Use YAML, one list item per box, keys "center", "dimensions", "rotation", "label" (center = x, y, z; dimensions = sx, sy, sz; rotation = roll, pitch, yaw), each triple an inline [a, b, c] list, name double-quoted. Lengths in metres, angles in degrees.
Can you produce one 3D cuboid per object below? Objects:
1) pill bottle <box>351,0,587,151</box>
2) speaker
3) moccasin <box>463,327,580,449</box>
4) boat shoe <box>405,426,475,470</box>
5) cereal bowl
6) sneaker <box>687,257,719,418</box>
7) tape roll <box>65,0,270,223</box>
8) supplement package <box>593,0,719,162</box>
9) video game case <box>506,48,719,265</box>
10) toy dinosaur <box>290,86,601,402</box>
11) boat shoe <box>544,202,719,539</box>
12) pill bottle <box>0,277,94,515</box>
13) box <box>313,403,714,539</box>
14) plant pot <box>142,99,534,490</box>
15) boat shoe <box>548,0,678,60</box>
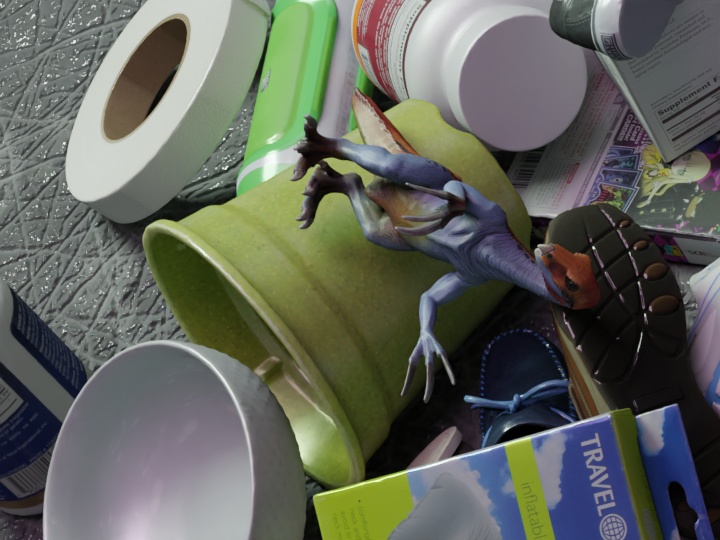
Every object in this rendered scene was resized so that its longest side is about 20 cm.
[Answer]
- center: [0.071, -0.141, 1.402]
  dimensions: [0.113, 0.113, 0.200]
  rotation: [-40, 24, -1]
  label: "pill bottle"
- center: [-0.033, -0.113, 1.509]
  dimensions: [0.088, 0.089, 0.201]
  rotation: [-12, 49, 26]
  label: "speaker"
- center: [0.106, 0.101, 1.241]
  dimensions: [0.080, 0.068, 0.201]
  rotation: [-29, 43, 11]
  label: "moccasin"
- center: [0.021, 0.183, 1.239]
  dimensions: [0.201, 0.059, 0.072]
  rotation: [-59, 6, -25]
  label: "boat shoe"
- center: [-0.101, 0.144, 1.314]
  dimensions: [0.199, 0.083, 0.202]
  rotation: [-13, 71, 45]
  label: "cereal bowl"
- center: [0.233, -0.003, 1.243]
  dimensions: [0.086, 0.075, 0.200]
  rotation: [19, 67, 49]
  label: "sneaker"
- center: [-0.142, -0.130, 1.584]
  dimensions: [0.203, 0.037, 0.204]
  rotation: [-40, 33, 33]
  label: "tape roll"
- center: [0.222, -0.196, 1.330]
  dimensions: [0.199, 0.111, 0.156]
  rotation: [-31, 44, 5]
  label: "supplement package"
- center: [0.195, -0.098, 1.373]
  dimensions: [0.180, 0.036, 0.201]
  rotation: [6, 59, 38]
  label: "video game case"
- center: [0.053, -0.036, 1.189]
  dimensions: [0.180, 0.105, 0.201]
  rotation: [16, 50, 11]
  label: "toy dinosaur"
- center: [0.145, 0.063, 1.205]
  dimensions: [0.075, 0.074, 0.201]
  rotation: [-10, 67, -17]
  label: "boat shoe"
- center: [-0.254, 0.064, 1.426]
  dimensions: [0.110, 0.200, 0.112]
  rotation: [-19, 45, 20]
  label: "pill bottle"
- center: [0.083, 0.151, 1.143]
  dimensions: [0.199, 0.048, 0.123]
  rotation: [-18, 81, 22]
  label: "box"
- center: [0.000, 0.000, 1.332]
  dimensions: [0.184, 0.201, 0.200]
  rotation: [-39, 41, -17]
  label: "plant pot"
- center: [0.170, -0.210, 1.248]
  dimensions: [0.056, 0.069, 0.201]
  rotation: [16, 68, 39]
  label: "boat shoe"
